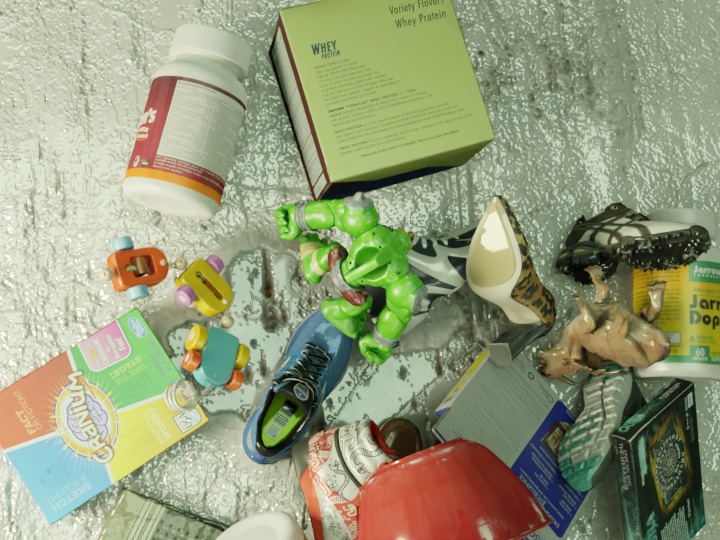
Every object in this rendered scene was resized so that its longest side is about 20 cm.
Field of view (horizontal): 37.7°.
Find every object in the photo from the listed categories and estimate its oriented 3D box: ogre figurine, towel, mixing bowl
[{"bbox_3d":[0.000,0.000,1.145,0.098,0.120,0.200,-9,75,-49],"label":"ogre figurine"},{"bbox_3d":[-0.212,0.361,1.148,0.192,0.035,0.200,25,80,-4],"label":"towel"},{"bbox_3d":[0.076,0.231,1.033,0.200,0.200,0.109,-18,77,-13],"label":"mixing bowl"}]

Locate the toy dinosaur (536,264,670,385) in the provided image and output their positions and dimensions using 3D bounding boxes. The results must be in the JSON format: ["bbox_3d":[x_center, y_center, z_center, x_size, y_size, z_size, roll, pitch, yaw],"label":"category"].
[{"bbox_3d":[0.291,0.079,1.182,0.086,0.200,0.136,-27,113,-29],"label":"toy dinosaur"}]

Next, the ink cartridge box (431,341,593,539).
[{"bbox_3d":[0.176,0.202,1.190,0.198,0.047,0.200,50,45,-2],"label":"ink cartridge box"}]

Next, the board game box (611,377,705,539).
[{"bbox_3d":[0.343,0.241,1.203,0.135,0.028,0.200,-29,118,-36],"label":"board game box"}]

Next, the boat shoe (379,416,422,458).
[{"bbox_3d":[0.033,0.263,1.187,0.072,0.068,0.200,15,78,-7],"label":"boat shoe"}]

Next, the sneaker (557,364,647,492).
[{"bbox_3d":[0.294,0.191,1.215,0.091,0.078,0.200,50,44,-11],"label":"sneaker"}]

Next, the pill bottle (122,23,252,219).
[{"bbox_3d":[-0.190,-0.167,1.186,0.109,0.110,0.200,15,79,-9],"label":"pill bottle"}]

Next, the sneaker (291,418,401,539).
[{"bbox_3d":[0.006,0.258,1.117,0.108,0.067,0.202,-25,68,11],"label":"sneaker"}]

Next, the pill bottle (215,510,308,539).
[{"bbox_3d":[-0.074,0.362,1.106,0.114,0.114,0.200,-33,111,-14],"label":"pill bottle"}]

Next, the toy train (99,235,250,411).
[{"bbox_3d":[-0.206,0.055,1.160,0.150,0.056,0.200,-17,84,-41],"label":"toy train"}]

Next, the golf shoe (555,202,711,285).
[{"bbox_3d":[0.316,-0.046,1.230,0.078,0.200,0.095,32,62,-34],"label":"golf shoe"}]

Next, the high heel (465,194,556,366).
[{"bbox_3d":[0.183,-0.006,1.215,0.143,0.071,0.200,-33,123,-51],"label":"high heel"}]

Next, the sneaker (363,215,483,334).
[{"bbox_3d":[0.068,-0.030,1.231,0.199,0.079,0.130,-41,99,-4],"label":"sneaker"}]

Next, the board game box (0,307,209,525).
[{"bbox_3d":[-0.290,0.158,1.153,0.200,0.040,0.153,-33,89,-14],"label":"board game box"}]

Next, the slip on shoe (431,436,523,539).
[{"bbox_3d":[0.164,0.259,1.222,0.200,0.076,0.061,44,36,6],"label":"slip on shoe"}]

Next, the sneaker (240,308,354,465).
[{"bbox_3d":[-0.061,0.129,1.178,0.078,0.089,0.200,29,78,-7],"label":"sneaker"}]

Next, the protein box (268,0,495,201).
[{"bbox_3d":[0.019,-0.206,1.220,0.198,0.135,0.200,-16,86,-12],"label":"protein box"}]

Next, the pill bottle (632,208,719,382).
[{"bbox_3d":[0.386,0.032,1.269,0.113,0.113,0.200,5,80,-10],"label":"pill bottle"}]
